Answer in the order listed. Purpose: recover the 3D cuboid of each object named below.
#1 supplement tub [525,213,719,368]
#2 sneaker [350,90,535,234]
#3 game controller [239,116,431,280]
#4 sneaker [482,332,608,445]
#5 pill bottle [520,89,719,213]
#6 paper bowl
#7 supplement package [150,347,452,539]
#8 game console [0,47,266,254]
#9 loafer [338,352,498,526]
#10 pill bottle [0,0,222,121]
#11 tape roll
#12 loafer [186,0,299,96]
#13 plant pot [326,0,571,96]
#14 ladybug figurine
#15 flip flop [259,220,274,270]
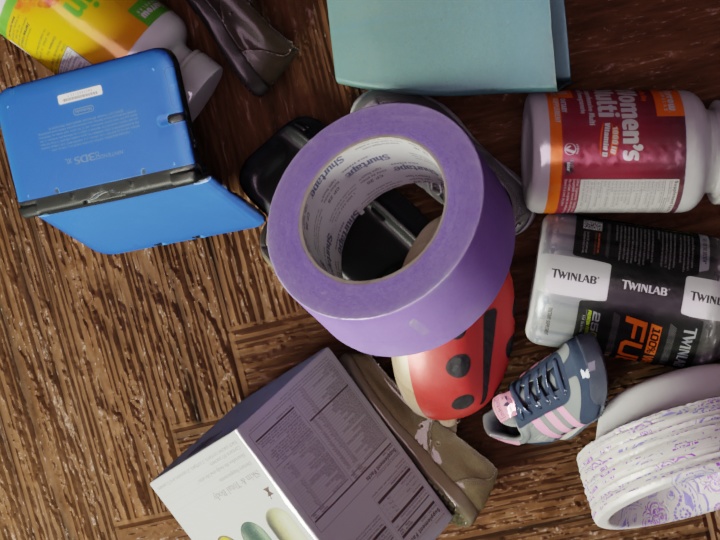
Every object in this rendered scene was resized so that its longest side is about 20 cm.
[{"bbox_3d":[0.254,0.021,1.358,0.198,0.123,0.124,9,100,6],"label":"supplement tub"},{"bbox_3d":[0.078,-0.103,1.379,0.199,0.082,0.075,32,102,1],"label":"sneaker"},{"bbox_3d":[-0.017,-0.054,1.391,0.200,0.042,0.104,43,75,10],"label":"game controller"},{"bbox_3d":[0.164,0.115,1.345,0.081,0.200,0.071,-8,66,-11],"label":"sneaker"},{"bbox_3d":[0.246,-0.106,1.340,0.198,0.110,0.111,-1,99,-1],"label":"pill bottle"},{"bbox_3d":[0.291,0.153,1.342,0.199,0.201,0.105,-17,70,9],"label":"paper bowl"},{"bbox_3d":[-0.054,0.212,1.385,0.151,0.151,0.201,-34,95,43],"label":"supplement package"},{"bbox_3d":[-0.208,-0.103,1.376,0.198,0.118,0.172,-10,95,27],"label":"game console"},{"bbox_3d":[0.054,0.151,1.433,0.067,0.076,0.200,-38,85,-23],"label":"loafer"},{"bbox_3d":[-0.229,-0.212,1.384,0.199,0.111,0.111,36,102,0],"label":"pill bottle"},{"bbox_3d":[0.026,-0.035,1.279,0.198,0.085,0.202,-12,61,21],"label":"tape roll"},{"bbox_3d":[-0.125,-0.260,1.391,0.071,0.073,0.201,-33,99,1],"label":"loafer"},{"bbox_3d":[0.077,-0.224,1.334,0.198,0.141,0.143,-4,99,13],"label":"plant pot"},{"bbox_3d":[0.090,0.050,1.355,0.072,0.135,0.202,20,120,43],"label":"ladybug figurine"},{"bbox_3d":[0.000,0.000,1.418,0.198,0.058,0.082,13,60,-8],"label":"flip flop"}]
